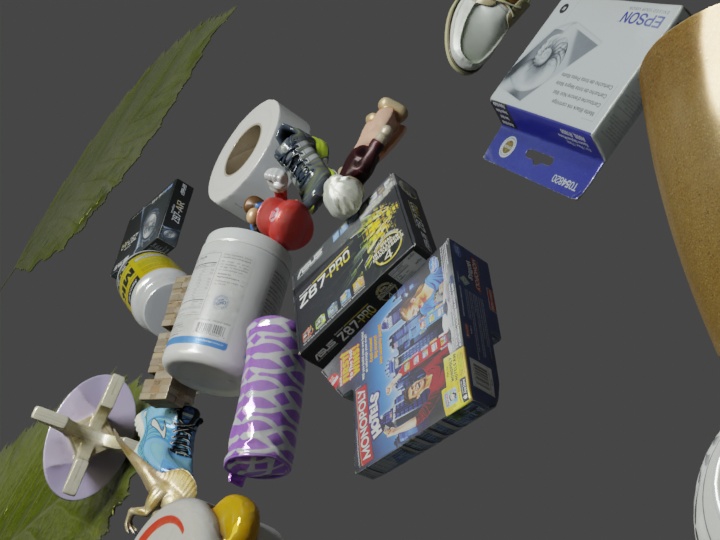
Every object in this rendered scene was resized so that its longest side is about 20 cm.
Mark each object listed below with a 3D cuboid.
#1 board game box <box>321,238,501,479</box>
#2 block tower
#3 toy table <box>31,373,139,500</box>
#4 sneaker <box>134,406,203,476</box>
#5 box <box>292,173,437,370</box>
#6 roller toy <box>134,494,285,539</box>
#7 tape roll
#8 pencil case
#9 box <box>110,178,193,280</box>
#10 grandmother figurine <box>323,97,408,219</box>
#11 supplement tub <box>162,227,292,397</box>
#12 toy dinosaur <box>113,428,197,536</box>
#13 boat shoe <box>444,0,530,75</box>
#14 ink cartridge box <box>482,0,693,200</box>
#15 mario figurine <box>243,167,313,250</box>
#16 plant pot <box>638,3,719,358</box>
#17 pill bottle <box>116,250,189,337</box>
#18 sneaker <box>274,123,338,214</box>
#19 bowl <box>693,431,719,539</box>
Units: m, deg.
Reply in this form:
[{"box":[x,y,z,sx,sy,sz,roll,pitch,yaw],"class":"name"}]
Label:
[{"box":[0.046,0.103,0.852,0.200,0.062,0.200,-40,34,32],"class":"board game box"},{"box":[-0.250,0.098,1.223,0.058,0.054,0.200,-6,58,32],"class":"block tower"},{"box":[-0.411,0.250,1.322,0.117,0.184,0.200,145,134,-63],"class":"toy table"},{"box":[-0.262,0.227,1.198,0.090,0.078,0.200,-49,31,6],"class":"sneaker"},{"box":[0.000,0.000,1.036,0.200,0.049,0.161,-44,28,22],"class":"box"},{"box":[-0.168,0.333,0.882,0.200,0.140,0.183,-28,42,42],"class":"roller toy"},{"box":[-0.173,-0.186,1.460,0.202,0.071,0.203,-37,36,32],"class":"tape roll"},{"box":[-0.113,0.149,1.029,0.085,0.084,0.200,-24,43,33],"class":"pencil case"},{"box":[-0.431,-0.078,1.784,0.200,0.044,0.160,-30,39,40],"class":"box"},{"box":[0.006,-0.143,1.110,0.121,0.061,0.200,-56,7,51],"class":"grandmother figurine"},{"box":[-0.177,0.058,1.170,0.132,0.132,0.200,-22,44,47],"class":"supplement tub"},{"box":[-0.251,0.291,1.096,0.200,0.058,0.101,33,96,24],"class":"toy dinosaur"},{"box":[0.168,-0.335,1.069,0.068,0.075,0.200,-6,56,62],"class":"boat shoe"},{"box":[0.216,-0.186,0.886,0.200,0.041,0.200,-56,29,4],"class":"ink cartridge box"},{"box":[-0.144,-0.075,1.251,0.106,0.124,0.200,-26,10,-19],"class":"mario figurine"},{"box":[0.272,-0.042,0.547,0.186,0.186,0.200,-15,63,51],"class":"plant pot"},{"box":[-0.337,0.040,1.453,0.114,0.114,0.200,-59,29,-1],"class":"pill bottle"},{"box":[-0.089,-0.153,1.285,0.074,0.081,0.200,-49,30,17],"class":"sneaker"},{"box":[0.255,0.129,0.469,0.201,0.094,0.201,-39,34,33],"class":"bowl"}]
